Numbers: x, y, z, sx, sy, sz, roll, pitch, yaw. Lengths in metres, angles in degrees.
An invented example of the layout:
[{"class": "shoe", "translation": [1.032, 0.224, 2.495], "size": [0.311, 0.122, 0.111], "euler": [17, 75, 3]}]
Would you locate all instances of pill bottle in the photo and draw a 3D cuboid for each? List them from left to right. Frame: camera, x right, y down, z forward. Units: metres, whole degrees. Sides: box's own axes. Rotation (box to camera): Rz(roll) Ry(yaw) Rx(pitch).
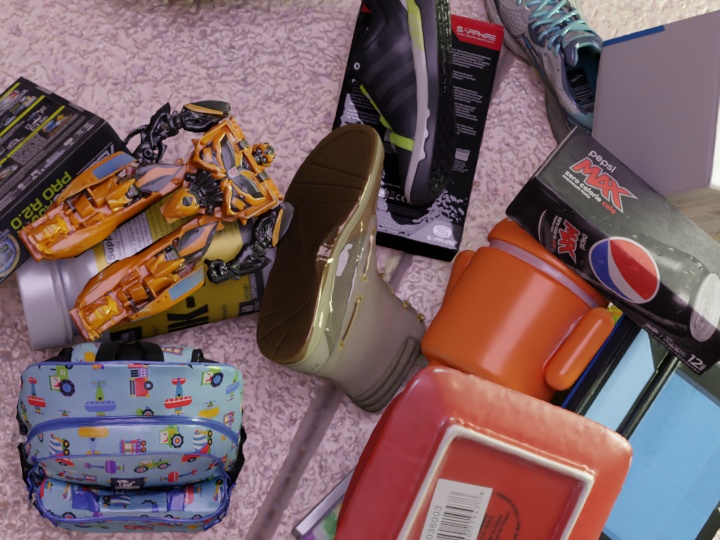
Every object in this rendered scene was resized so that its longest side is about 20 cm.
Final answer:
[{"class": "pill bottle", "translation": [-0.171, -0.004, 1.658], "size": [0.199, 0.114, 0.115], "euler": [-13, 80, -9]}]

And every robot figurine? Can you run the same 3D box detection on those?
[{"class": "robot figurine", "translation": [-0.146, -0.040, 1.576], "size": [0.200, 0.058, 0.145], "euler": [-33, 94, -11]}, {"class": "robot figurine", "translation": [0.124, 0.037, 1.671], "size": [0.116, 0.144, 0.200], "euler": [34, 83, -7]}]

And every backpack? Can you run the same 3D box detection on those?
[{"class": "backpack", "translation": [-0.173, 0.124, 1.586], "size": [0.182, 0.200, 0.135], "euler": [2, 78, -7]}]

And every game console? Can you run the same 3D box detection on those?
[{"class": "game console", "translation": [0.238, 0.134, 1.669], "size": [0.118, 0.171, 0.200], "euler": [26, 70, 25]}]

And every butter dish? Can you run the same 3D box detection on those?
[{"class": "butter dish", "translation": [0.065, 0.168, 1.551], "size": [0.199, 0.148, 0.201], "euler": [21, 97, -25]}]

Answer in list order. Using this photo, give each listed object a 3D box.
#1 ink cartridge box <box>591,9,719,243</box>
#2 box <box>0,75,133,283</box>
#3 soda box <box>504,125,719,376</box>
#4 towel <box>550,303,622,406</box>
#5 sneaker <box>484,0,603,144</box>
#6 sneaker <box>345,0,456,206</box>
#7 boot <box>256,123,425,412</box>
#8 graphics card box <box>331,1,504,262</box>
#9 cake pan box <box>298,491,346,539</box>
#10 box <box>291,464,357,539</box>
[{"class": "ink cartridge box", "translation": [0.307, -0.104, 1.684], "size": [0.199, 0.147, 0.145], "euler": [15, 76, -34]}, {"class": "box", "translation": [-0.292, -0.056, 1.637], "size": [0.200, 0.160, 0.044], "euler": [-45, 125, -14]}, {"class": "soda box", "translation": [0.213, -0.014, 1.607], "size": [0.200, 0.063, 0.071], "euler": [40, 57, 1]}, {"class": "towel", "translation": [0.181, 0.063, 1.736], "size": [0.086, 0.018, 0.201], "euler": [-2, 78, -7]}, {"class": "sneaker", "translation": [0.173, -0.192, 1.754], "size": [0.077, 0.086, 0.201], "euler": [-27, 83, -13]}, {"class": "sneaker", "translation": [0.030, -0.147, 1.698], "size": [0.082, 0.072, 0.201], "euler": [-4, 76, 17]}, {"class": "boot", "translation": [0.000, 0.000, 1.660], "size": [0.072, 0.155, 0.201], "euler": [7, 73, 36]}, {"class": "graphics card box", "translation": [0.040, -0.118, 1.741], "size": [0.125, 0.051, 0.201], "euler": [13, 76, -5]}, {"class": "cake pan box", "translation": [0.053, 0.247, 1.630], "size": [0.184, 0.052, 0.200], "euler": [-41, 86, -10]}, {"class": "box", "translation": [0.064, 0.228, 1.677], "size": [0.200, 0.036, 0.144], "euler": [45, 77, 3]}]
